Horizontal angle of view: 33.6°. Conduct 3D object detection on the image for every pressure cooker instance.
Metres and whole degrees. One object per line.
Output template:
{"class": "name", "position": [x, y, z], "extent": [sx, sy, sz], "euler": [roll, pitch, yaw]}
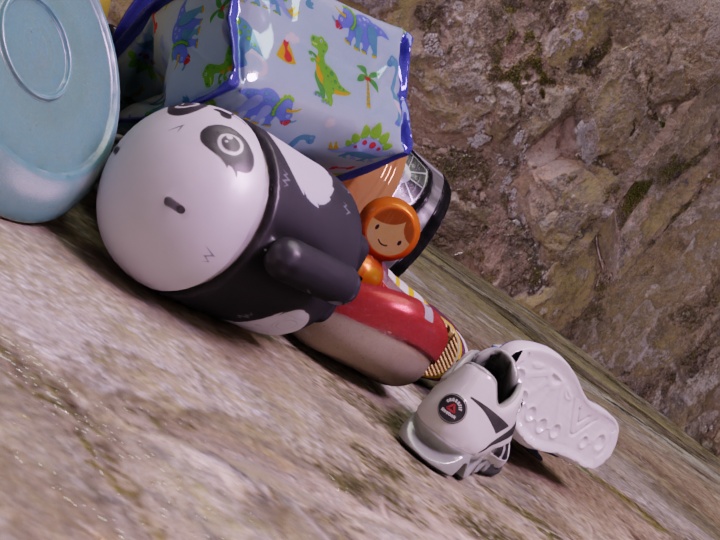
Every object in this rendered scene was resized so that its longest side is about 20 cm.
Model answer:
{"class": "pressure cooker", "position": [-0.023, -0.090, 1.330], "extent": [0.200, 0.179, 0.176], "euler": [38, 10, -16]}

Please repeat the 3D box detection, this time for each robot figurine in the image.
{"class": "robot figurine", "position": [-0.077, -0.031, 0.773], "extent": [0.150, 0.125, 0.200], "euler": [-13, -23, 30]}

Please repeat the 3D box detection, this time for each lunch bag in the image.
{"class": "lunch bag", "position": [-0.086, -0.129, 0.868], "extent": [0.170, 0.128, 0.200], "euler": [17, -25, -39]}

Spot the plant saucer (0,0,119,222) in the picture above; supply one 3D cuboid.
{"class": "plant saucer", "position": [-0.197, -0.128, 0.696], "extent": [0.027, 0.200, 0.200], "euler": [-9, -14, 23]}

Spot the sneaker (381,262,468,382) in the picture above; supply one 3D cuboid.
{"class": "sneaker", "position": [0.020, 0.036, 1.127], "extent": [0.200, 0.075, 0.090], "euler": [45, 1, 23]}

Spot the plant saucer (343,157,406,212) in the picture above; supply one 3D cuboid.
{"class": "plant saucer", "position": [-0.049, -0.110, 1.212], "extent": [0.200, 0.200, 0.037], "euler": [40, -4, 40]}

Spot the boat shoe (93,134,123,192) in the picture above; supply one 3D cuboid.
{"class": "boat shoe", "position": [-0.134, -0.043, 0.895], "extent": [0.200, 0.074, 0.067], "euler": [25, 9, 19]}

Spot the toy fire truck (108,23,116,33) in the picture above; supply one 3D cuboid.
{"class": "toy fire truck", "position": [-0.186, -0.155, 1.192], "extent": [0.176, 0.129, 0.200], "euler": [32, 11, -35]}

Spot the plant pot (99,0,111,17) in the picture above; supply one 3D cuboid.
{"class": "plant pot", "position": [-0.256, -0.182, 0.815], "extent": [0.200, 0.200, 0.142], "euler": [29, 31, -48]}

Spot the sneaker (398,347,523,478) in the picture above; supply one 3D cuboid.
{"class": "sneaker", "position": [0.092, 0.101, 0.893], "extent": [0.074, 0.089, 0.200], "euler": [35, 4, 12]}

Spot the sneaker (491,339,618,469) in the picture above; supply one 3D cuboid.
{"class": "sneaker", "position": [0.131, 0.103, 1.068], "extent": [0.146, 0.081, 0.200], "euler": [26, -8, 46]}

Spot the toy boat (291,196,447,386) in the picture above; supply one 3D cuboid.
{"class": "toy boat", "position": [0.000, 0.000, 0.950], "extent": [0.130, 0.131, 0.200], "euler": [30, 8, -40]}
